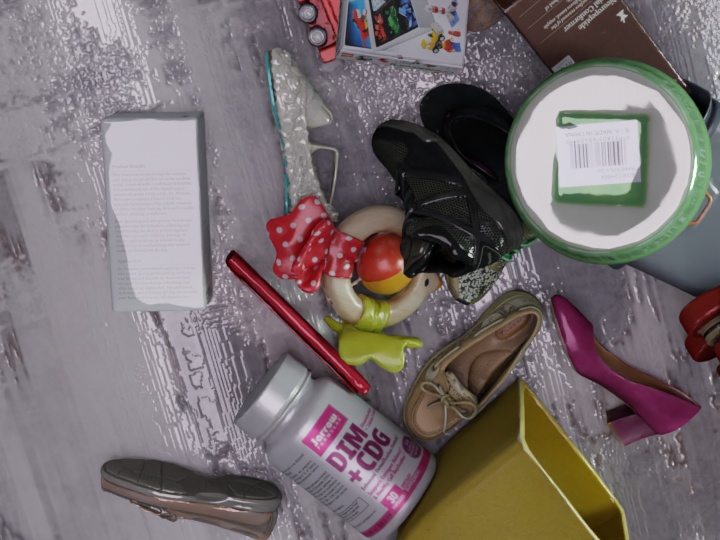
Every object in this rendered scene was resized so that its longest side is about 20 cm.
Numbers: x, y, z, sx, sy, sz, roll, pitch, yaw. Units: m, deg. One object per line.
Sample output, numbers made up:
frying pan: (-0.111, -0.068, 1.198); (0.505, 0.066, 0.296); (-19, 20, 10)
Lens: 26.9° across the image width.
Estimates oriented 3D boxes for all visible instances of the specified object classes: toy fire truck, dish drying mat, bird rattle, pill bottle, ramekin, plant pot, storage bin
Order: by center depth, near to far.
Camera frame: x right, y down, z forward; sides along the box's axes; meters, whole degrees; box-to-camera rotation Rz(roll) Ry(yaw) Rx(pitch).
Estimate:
ramekin: (0.229, -0.104, 1.416); (0.199, 0.098, 0.201); (1, 93, 13)
toy fire truck: (0.425, 0.064, 1.525); (0.167, 0.200, 0.112); (-29, 65, 3)
storage bin: (0.341, -0.069, 1.529); (0.134, 0.146, 0.201); (28, 101, -15)
toy fire truck: (0.005, -0.279, 1.531); (0.140, 0.049, 0.201); (-22, 99, 5)
bird rattle: (0.000, 0.000, 1.563); (0.163, 0.113, 0.201); (-35, 106, -20)
plant pot: (0.147, 0.271, 1.574); (0.200, 0.194, 0.196); (-37, 98, 14)
dish drying mat: (-0.068, 0.056, 1.585); (0.200, 0.077, 0.018); (44, 91, -7)
pill bottle: (-0.028, 0.184, 1.591); (0.200, 0.113, 0.114); (38, 100, -6)

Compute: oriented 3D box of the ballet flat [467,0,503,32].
ballet flat: (0.149, -0.333, 1.508); (0.068, 0.067, 0.201); (27, 101, 3)

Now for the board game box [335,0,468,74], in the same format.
board game box: (0.046, -0.302, 1.491); (0.125, 0.035, 0.201); (7, 82, -10)

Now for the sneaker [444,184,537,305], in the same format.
sneaker: (0.155, -0.047, 1.545); (0.077, 0.089, 0.201); (24, 102, -26)

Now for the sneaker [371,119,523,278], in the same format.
sneaker: (0.059, -0.069, 1.513); (0.114, 0.076, 0.199); (-33, 65, -23)

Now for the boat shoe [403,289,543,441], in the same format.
boat shoe: (0.118, 0.104, 1.598); (0.073, 0.063, 0.200); (37, 100, -7)

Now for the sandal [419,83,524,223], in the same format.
sandal: (0.132, -0.125, 1.516); (0.075, 0.048, 0.200); (-50, 64, 10)

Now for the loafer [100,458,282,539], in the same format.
loafer: (-0.187, 0.254, 1.635); (0.199, 0.072, 0.063); (10, 109, -4)

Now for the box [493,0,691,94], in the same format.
box: (0.228, -0.227, 1.498); (0.100, 0.075, 0.200); (-40, 117, 10)

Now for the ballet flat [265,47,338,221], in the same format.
ballet flat: (-0.057, -0.135, 1.555); (0.071, 0.072, 0.201); (-5, 109, 2)

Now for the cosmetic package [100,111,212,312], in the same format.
cosmetic package: (-0.210, -0.062, 1.567); (0.101, 0.071, 0.201); (-1, 101, 2)

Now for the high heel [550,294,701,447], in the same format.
high heel: (0.277, 0.092, 1.590); (0.096, 0.068, 0.200); (-27, 115, 16)
